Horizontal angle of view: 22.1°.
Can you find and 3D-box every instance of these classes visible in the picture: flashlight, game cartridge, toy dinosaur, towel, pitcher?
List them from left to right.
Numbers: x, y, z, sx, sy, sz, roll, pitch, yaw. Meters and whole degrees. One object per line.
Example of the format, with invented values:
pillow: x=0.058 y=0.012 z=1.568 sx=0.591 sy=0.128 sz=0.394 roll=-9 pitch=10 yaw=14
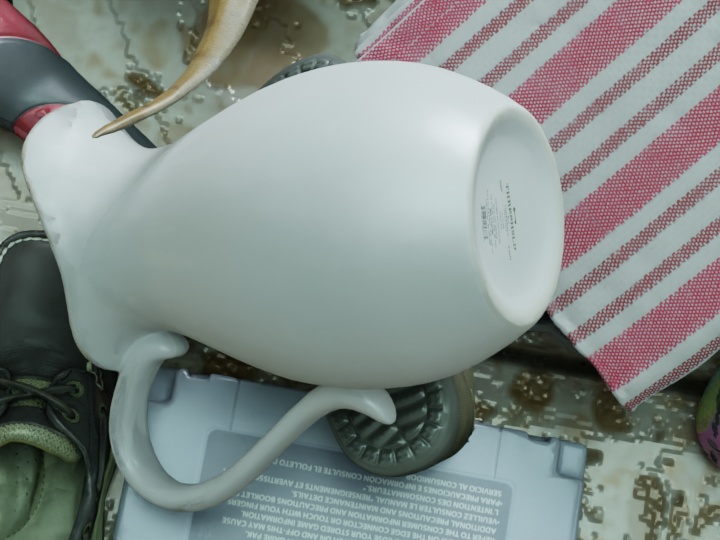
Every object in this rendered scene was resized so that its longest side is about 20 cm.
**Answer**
flashlight: x=-0.129 y=-0.051 z=0.818 sx=0.200 sy=0.068 sz=0.068 roll=45 pitch=96 yaw=6
toy dinosaur: x=-0.044 y=-0.134 z=0.727 sx=0.106 sy=0.060 sz=0.201 roll=-5 pitch=67 yaw=8
pitcher: x=-0.024 y=0.010 z=0.713 sx=0.199 sy=0.121 sz=0.172 roll=-3 pitch=100 yaw=31
game cartridge: x=-0.008 y=0.123 z=0.801 sx=0.199 sy=0.042 sz=0.134 roll=11 pitch=80 yaw=-2
towel: x=0.106 y=-0.062 z=0.766 sx=0.146 sy=0.030 sz=0.200 roll=-40 pitch=85 yaw=19

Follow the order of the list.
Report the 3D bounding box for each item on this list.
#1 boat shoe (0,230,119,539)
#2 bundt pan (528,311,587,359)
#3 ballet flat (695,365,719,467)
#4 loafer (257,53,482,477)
boat shoe: x=-0.138 y=0.075 z=0.784 sx=0.071 sy=0.066 sz=0.202 roll=2 pitch=76 yaw=-3
bundt pan: x=0.131 y=-0.061 z=0.809 sx=0.201 sy=0.076 sz=0.203 roll=2 pitch=96 yaw=20
ballet flat: x=0.221 y=0.036 z=0.772 sx=0.200 sy=0.071 sz=0.069 roll=-34 pitch=101 yaw=26
loafer: x=0.000 y=0.000 z=0.799 sx=0.075 sy=0.070 sz=0.201 roll=-23 pitch=66 yaw=18
